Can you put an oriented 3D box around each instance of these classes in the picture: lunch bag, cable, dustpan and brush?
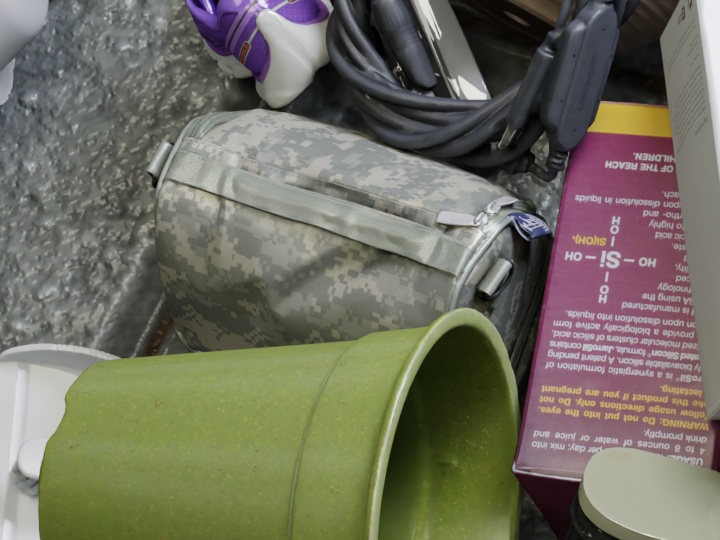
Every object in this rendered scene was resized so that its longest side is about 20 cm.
[{"bbox_3d":[0.000,0.000,1.538,0.200,0.168,0.139,19,75,21],"label":"lunch bag"},{"bbox_3d":[0.061,-0.151,1.484,0.163,0.051,0.200,25,114,29],"label":"cable"},{"bbox_3d":[-0.111,0.104,1.586,0.200,0.057,0.140,1,69,4],"label":"dustpan and brush"}]

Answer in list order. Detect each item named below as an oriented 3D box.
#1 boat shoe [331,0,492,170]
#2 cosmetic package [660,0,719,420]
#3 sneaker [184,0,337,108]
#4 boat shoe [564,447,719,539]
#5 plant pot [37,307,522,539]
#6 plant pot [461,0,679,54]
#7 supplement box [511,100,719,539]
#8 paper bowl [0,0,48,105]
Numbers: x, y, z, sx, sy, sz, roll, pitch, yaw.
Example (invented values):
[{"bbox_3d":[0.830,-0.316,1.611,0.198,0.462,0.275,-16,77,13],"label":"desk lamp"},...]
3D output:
[{"bbox_3d":[0.018,-0.136,1.647,0.066,0.070,0.200,-25,72,3],"label":"boat shoe"},{"bbox_3d":[0.209,-0.037,1.406,0.107,0.085,0.200,-1,72,-8],"label":"cosmetic package"},{"bbox_3d":[-0.061,-0.153,1.619,0.081,0.200,0.083,-46,109,-1],"label":"sneaker"},{"bbox_3d":[0.191,0.145,1.378,0.201,0.063,0.074,19,41,8],"label":"boat shoe"},{"bbox_3d":[-0.043,0.111,1.422,0.190,0.200,0.200,4,70,23],"label":"plant pot"},{"bbox_3d":[0.104,-0.170,1.564,0.201,0.201,0.093,27,88,23],"label":"plant pot"},{"bbox_3d":[0.153,0.033,1.503,0.103,0.131,0.200,5,69,17],"label":"supplement box"},{"bbox_3d":[-0.244,-0.181,1.660,0.104,0.201,0.201,-18,65,9],"label":"paper bowl"}]
